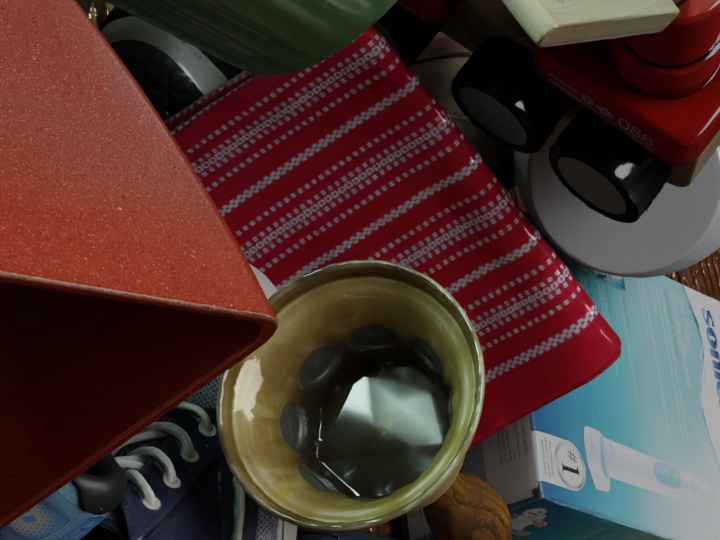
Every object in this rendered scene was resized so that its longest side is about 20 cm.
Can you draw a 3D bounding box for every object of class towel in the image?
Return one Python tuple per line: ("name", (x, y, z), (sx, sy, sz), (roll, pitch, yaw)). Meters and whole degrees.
("towel", (0.000, 0.000, 0.986), (0.200, 0.144, 0.023), (50, 23, -23))

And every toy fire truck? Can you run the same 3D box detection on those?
("toy fire truck", (0.065, -0.115, 0.891), (0.176, 0.200, 0.129), (36, 74, 12))

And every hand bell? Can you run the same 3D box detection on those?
("hand bell", (0.027, 0.080, 0.945), (0.200, 0.104, 0.105), (49, 33, -61))

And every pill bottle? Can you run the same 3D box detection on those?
("pill bottle", (0.131, -0.061, 1.091), (0.113, 0.113, 0.200), (63, 17, -7))

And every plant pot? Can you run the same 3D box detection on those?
("plant pot", (-0.179, -0.023, 0.737), (0.199, 0.199, 0.177), (12, 52, -49))

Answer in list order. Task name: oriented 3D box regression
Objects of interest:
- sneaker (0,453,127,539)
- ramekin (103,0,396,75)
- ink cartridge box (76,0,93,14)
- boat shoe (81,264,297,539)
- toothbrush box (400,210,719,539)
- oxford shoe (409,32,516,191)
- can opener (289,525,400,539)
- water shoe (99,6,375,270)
("sneaker", (-0.125, 0.009, 0.862), (0.078, 0.090, 0.201), (-1, 72, -53))
("ramekin", (-0.029, -0.170, 0.860), (0.097, 0.200, 0.201), (29, 49, -27))
("ink cartridge box", (-0.187, -0.163, 0.893), (0.200, 0.067, 0.117), (41, 43, -31))
("boat shoe", (-0.071, 0.079, 0.906), (0.093, 0.074, 0.201), (26, 53, -52))
("toothbrush box", (0.105, 0.072, 1.134), (0.199, 0.085, 0.147), (20, 55, -46))
("oxford shoe", (0.032, -0.066, 1.074), (0.200, 0.070, 0.075), (-4, 87, -60))
("can opener", (0.020, 0.133, 1.008), (0.200, 0.063, 0.079), (27, 66, -44))
("water shoe", (-0.037, -0.044, 1.024), (0.200, 0.071, 0.079), (52, 32, -25))
